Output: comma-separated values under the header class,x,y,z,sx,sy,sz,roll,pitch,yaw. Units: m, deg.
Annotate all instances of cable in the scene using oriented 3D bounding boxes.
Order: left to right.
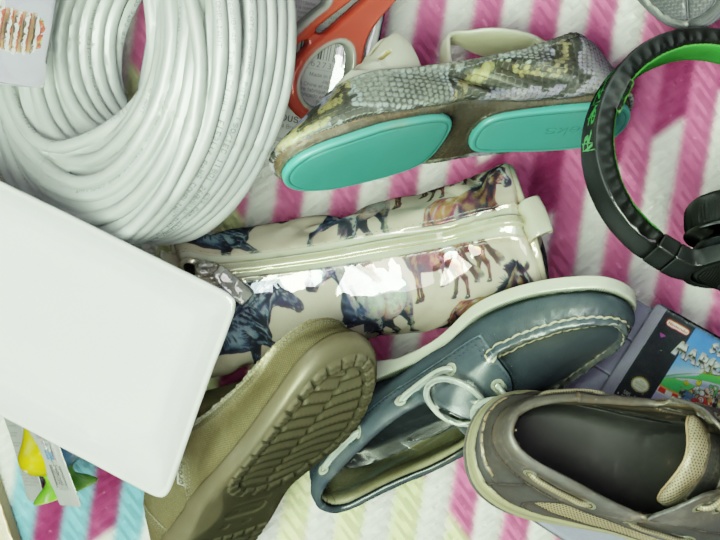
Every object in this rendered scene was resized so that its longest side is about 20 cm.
class,x,y,z,sx,sy,sz,roll,pitch,yaw
cable,-0.113,-0.109,1.028,0.199,0.069,0.201,29,109,43

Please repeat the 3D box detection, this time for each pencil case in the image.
class,x,y,z,sx,sy,sz,roll,pitch,yaw
pencil case,0.000,0.000,1.066,0.198,0.089,0.078,-11,82,5

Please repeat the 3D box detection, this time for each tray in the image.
class,x,y,z,sx,sy,sz,roll,pitch,yaw
tray,-0.157,0.017,1.004,0.199,0.022,0.108,26,109,14

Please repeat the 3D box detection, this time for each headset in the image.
class,x,y,z,sx,sy,sz,roll,pitch,yaw
headset,0.200,-0.035,1.042,0.199,0.094,0.124,29,71,-2

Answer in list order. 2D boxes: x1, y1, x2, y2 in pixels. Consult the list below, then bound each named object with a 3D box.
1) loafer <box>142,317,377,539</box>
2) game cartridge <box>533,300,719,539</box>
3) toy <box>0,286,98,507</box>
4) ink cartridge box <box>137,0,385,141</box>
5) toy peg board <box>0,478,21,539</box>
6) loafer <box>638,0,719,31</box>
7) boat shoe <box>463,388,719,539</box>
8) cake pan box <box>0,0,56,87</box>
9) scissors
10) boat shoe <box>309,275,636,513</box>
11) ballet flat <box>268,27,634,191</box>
class,x,y,z,sx,sy,sz,roll,pitch,yaw
loafer,-0.062,0.082,1.053,0.068,0.076,0.200,57,132,22
game cartridge,0.171,0.103,1.039,0.199,0.038,0.130,31,87,27
toy,-0.175,0.020,1.083,0.047,0.115,0.201,-16,92,-22
ink cartridge box,-0.041,-0.168,1.080,0.118,0.042,0.202,10,99,2
toy peg board,-0.305,0.103,1.097,0.198,0.098,0.201,-18,94,6
loafer,0.128,-0.211,1.061,0.072,0.063,0.201,-36,87,37
boat shoe,0.148,0.096,0.962,0.198,0.073,0.075,6,80,-5
cake pan box,-0.215,-0.200,1.040,0.183,0.052,0.202,16,98,37
scissors,0.017,-0.158,1.053,0.200,0.014,0.073,-47,113,-7
boat shoe,0.052,0.063,1.046,0.199,0.075,0.062,-24,48,25
ballet flat,0.039,-0.085,1.043,0.199,0.072,0.073,-10,95,-25
